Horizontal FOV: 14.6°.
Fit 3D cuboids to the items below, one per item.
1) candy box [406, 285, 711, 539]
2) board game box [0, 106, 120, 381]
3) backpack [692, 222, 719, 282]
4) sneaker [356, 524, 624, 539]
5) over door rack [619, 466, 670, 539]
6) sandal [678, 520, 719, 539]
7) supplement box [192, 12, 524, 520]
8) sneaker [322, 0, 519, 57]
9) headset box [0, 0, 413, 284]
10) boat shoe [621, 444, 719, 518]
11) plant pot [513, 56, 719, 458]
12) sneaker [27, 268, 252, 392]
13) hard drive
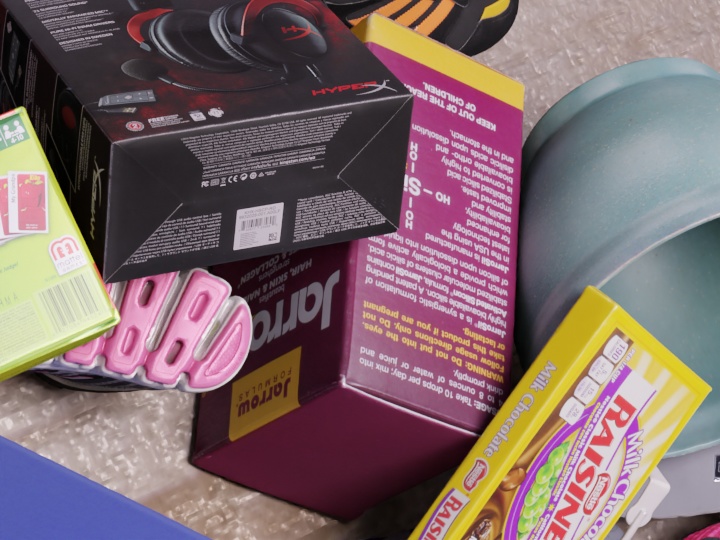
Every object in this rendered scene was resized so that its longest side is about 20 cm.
[{"bbox_3d":[0.079,0.112,1.308,0.201,0.026,0.102,-55,140,-1],"label":"candy box"},{"bbox_3d":[-0.213,0.019,1.179,0.199,0.048,0.102,-25,87,-21],"label":"board game box"},{"bbox_3d":[0.257,0.002,1.553,0.199,0.183,0.147,30,31,-27],"label":"backpack"},{"bbox_3d":[0.080,0.151,1.393,0.199,0.087,0.075,-6,75,-41],"label":"sneaker"},{"bbox_3d":[0.152,0.204,1.386,0.147,0.067,0.201,24,95,-32],"label":"over door rack"},{"bbox_3d":[0.187,0.165,1.499,0.045,0.075,0.200,29,48,23],"label":"sandal"},{"bbox_3d":[0.000,0.000,1.364,0.103,0.131,0.201,22,58,-31],"label":"supplement box"},{"bbox_3d":[0.023,-0.156,1.477,0.199,0.090,0.070,4,69,-39],"label":"sneaker"},{"bbox_3d":[-0.087,-0.086,1.285,0.148,0.075,0.200,-10,35,-25],"label":"headset box"},{"bbox_3d":[0.179,0.087,1.493,0.198,0.070,0.071,1,107,-2],"label":"boat shoe"},{"bbox_3d":[0.154,-0.019,1.391,0.199,0.201,0.135,8,45,-38],"label":"plant pot"},{"bbox_3d":[-0.152,0.015,1.273,0.198,0.087,0.074,13,80,-12],"label":"sneaker"},{"bbox_3d":[-0.126,0.128,1.165,0.199,0.026,0.132,23,26,23],"label":"hard drive"}]
